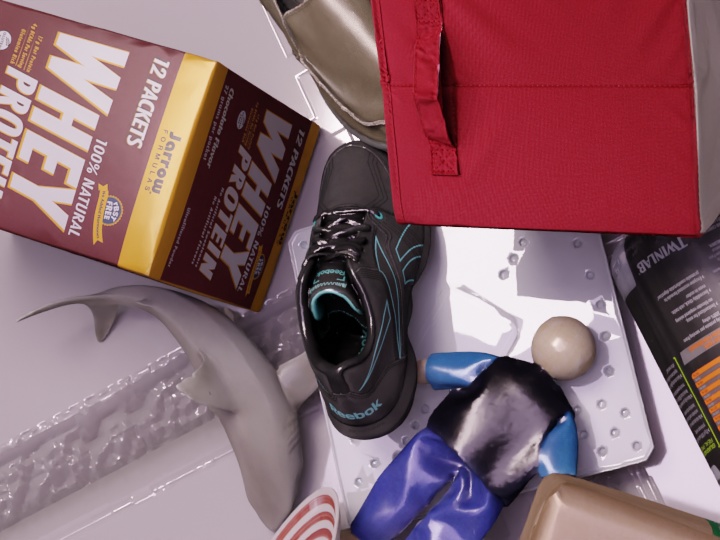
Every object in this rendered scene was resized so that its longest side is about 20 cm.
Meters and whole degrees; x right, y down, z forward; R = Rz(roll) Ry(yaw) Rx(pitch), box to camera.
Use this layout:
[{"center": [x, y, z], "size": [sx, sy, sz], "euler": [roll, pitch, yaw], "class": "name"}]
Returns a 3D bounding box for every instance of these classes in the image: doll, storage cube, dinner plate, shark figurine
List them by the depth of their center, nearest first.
[{"center": [0.125, -0.130, 1.144], "size": [0.179, 0.200, 0.171], "euler": [3, 113, 26], "class": "storage cube"}, {"center": [-0.056, 0.224, 1.226], "size": [0.024, 0.200, 0.200], "euler": [29, 92, -9], "class": "dinner plate"}, {"center": [0.068, 0.106, 1.238], "size": [0.136, 0.048, 0.200], "euler": [44, 96, 24], "class": "doll"}, {"center": [-0.110, 0.059, 1.294], "size": [0.214, 0.089, 0.128], "euler": [42, 118, 14], "class": "shark figurine"}]

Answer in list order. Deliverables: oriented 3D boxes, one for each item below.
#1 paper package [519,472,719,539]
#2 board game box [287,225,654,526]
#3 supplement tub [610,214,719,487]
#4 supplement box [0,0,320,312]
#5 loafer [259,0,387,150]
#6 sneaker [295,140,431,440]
[{"center": [0.162, 0.228, 1.109], "size": [0.200, 0.103, 0.191], "euler": [20, 95, 1], "class": "paper package"}, {"center": [0.069, 0.046, 1.286], "size": [0.200, 0.026, 0.200], "euler": [-16, 77, 15], "class": "board game box"}, {"center": [0.239, 0.052, 1.180], "size": [0.122, 0.123, 0.200], "euler": [-28, 75, 12], "class": "supplement tub"}, {"center": [-0.162, -0.074, 1.286], "size": [0.200, 0.197, 0.133], "euler": [17, 88, 19], "class": "supplement box"}, {"center": [-0.017, -0.151, 1.294], "size": [0.075, 0.070, 0.200], "euler": [-45, 56, 3], "class": "loafer"}, {"center": [0.000, 0.000, 1.245], "size": [0.075, 0.079, 0.200], "euler": [-13, 60, 17], "class": "sneaker"}]
